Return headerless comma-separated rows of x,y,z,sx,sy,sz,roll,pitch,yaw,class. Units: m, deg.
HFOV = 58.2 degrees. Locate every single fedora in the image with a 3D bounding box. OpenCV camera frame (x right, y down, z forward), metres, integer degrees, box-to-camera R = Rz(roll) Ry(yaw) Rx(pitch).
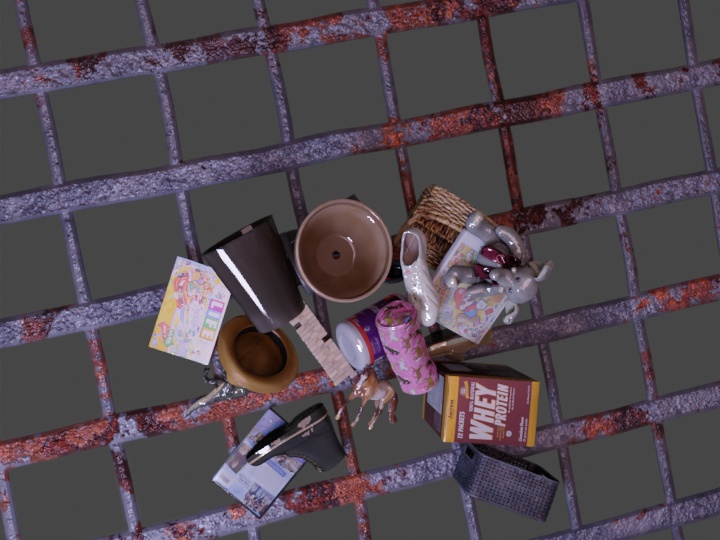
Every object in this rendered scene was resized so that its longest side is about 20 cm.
-0.226,0.189,1.365,0.200,0.201,0.082,39,123,-6,fedora

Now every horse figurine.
0.028,0.278,1.403,0.199,0.050,0.134,27,92,-49,horse figurine

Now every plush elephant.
0.284,0.007,1.268,0.197,0.155,0.167,22,106,-18,plush elephant

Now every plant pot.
-0.041,-0.035,1.302,0.197,0.093,0.205,2,84,-16,plant pot

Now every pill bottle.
0.052,0.122,1.393,0.198,0.112,0.114,-27,95,-25,pill bottle

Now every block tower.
-0.087,0.161,1.420,0.058,0.054,0.201,-38,95,-4,block tower

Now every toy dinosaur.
-0.299,0.248,1.403,0.197,0.047,0.090,-18,100,-3,toy dinosaur

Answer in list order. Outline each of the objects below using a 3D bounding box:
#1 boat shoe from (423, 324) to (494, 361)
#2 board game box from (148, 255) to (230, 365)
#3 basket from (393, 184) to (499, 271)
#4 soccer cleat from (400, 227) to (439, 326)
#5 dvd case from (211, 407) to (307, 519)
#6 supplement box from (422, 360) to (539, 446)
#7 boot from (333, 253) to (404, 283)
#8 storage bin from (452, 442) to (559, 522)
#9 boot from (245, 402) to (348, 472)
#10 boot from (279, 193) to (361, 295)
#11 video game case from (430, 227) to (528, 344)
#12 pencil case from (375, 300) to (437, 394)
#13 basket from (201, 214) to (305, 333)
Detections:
0.212,0.172,1.452,0.197,0.072,0.077,-18,105,-6,boat shoe
-0.360,0.086,1.395,0.132,0.034,0.203,17,89,-7,board game box
0.194,-0.072,1.404,0.198,0.143,0.150,33,87,-6,basket
0.113,0.014,1.308,0.068,0.077,0.204,-11,85,24,soccer cleat
-0.211,0.426,1.428,0.142,0.018,0.201,41,86,-7,dvd case
0.252,0.280,1.390,0.194,0.200,0.135,5,91,-7,supplement box
0.000,0.000,1.382,0.196,0.144,0.074,-2,92,-6,boot
0.319,0.462,1.433,0.197,0.135,0.095,21,89,-7,storage bin
-0.133,0.400,1.395,0.198,0.077,0.140,-30,99,-6,boot
-0.060,-0.057,1.387,0.198,0.066,0.166,-25,63,-7,boot
0.235,0.037,1.368,0.180,0.023,0.201,28,104,-20,video game case
0.097,0.161,1.318,0.085,0.083,0.202,-2,126,28,pencil case
-0.206,0.013,1.335,0.180,0.135,0.202,-39,108,-42,basket
